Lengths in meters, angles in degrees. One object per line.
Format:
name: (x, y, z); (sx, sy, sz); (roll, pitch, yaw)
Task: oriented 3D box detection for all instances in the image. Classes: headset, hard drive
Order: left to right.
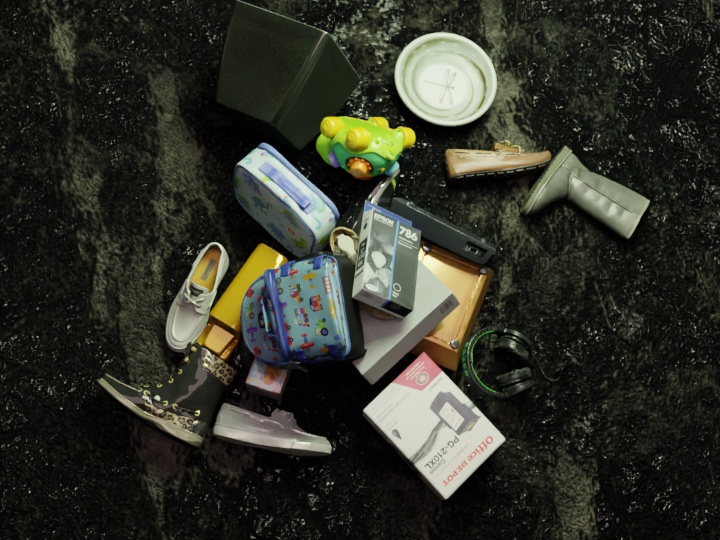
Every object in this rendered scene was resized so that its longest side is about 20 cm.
hard drive: (0.145, -0.070, 1.617); (0.199, 0.135, 0.043); (27, 98, 5)
headset: (0.274, 0.160, 1.570); (0.199, 0.094, 0.124); (8, 71, -21)

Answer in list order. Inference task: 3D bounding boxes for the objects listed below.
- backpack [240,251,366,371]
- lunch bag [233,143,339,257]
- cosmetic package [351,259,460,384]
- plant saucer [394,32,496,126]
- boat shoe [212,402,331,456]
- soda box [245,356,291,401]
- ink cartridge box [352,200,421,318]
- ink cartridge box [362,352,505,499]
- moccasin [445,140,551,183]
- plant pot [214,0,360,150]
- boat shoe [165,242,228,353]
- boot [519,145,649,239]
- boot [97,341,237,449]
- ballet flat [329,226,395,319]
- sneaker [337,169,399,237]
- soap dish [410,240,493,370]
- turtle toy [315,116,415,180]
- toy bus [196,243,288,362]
backpack: (-0.107, 0.070, 1.441); (0.199, 0.134, 0.184); (-9, 85, 18)
lunch bag: (-0.129, -0.118, 1.582); (0.200, 0.161, 0.082); (41, 70, 9)
cosmetic package: (0.044, 0.068, 1.519); (0.200, 0.052, 0.151); (-42, 54, -1)
plant saucer: (0.161, -0.361, 1.753); (0.199, 0.050, 0.202); (2, 71, -6)
boat shoe: (-0.143, 0.263, 1.510); (0.198, 0.072, 0.069); (9, 71, 6)
soda box: (-0.134, 0.116, 1.553); (0.063, 0.068, 0.201); (18, 71, 3)
ink cartridge box: (0.046, -0.028, 1.477); (0.099, 0.039, 0.201); (22, 52, -22)
ink cartridge box: (0.122, 0.262, 1.519); (0.145, 0.084, 0.200); (-42, 81, -10)
moccasin: (0.258, -0.211, 1.708); (0.200, 0.074, 0.078); (-5, 80, 2)
plant pot: (-0.145, -0.334, 1.624); (0.199, 0.200, 0.178); (24, 84, 21)
boat shoe: (-0.282, 0.043, 1.559); (0.071, 0.070, 0.201); (23, 73, 3)
boot: (0.421, -0.121, 1.701); (0.200, 0.073, 0.182); (40, 74, 0)
boot: (-0.317, 0.187, 1.507); (0.199, 0.073, 0.151); (30, 71, 4)
ballet flat: (0.000, 0.000, 1.508); (0.070, 0.065, 0.200); (-36, 53, -5)
sneaker: (0.024, -0.103, 1.657); (0.083, 0.072, 0.201); (44, 63, -28)
soap dish: (0.134, 0.054, 1.596); (0.156, 0.081, 0.201); (23, 71, 2)
turtle toy: (-0.005, -0.221, 1.629); (0.145, 0.200, 0.102); (-7, 115, -38)
toy bus: (-0.202, 0.057, 1.557); (0.065, 0.078, 0.201); (31, 66, 5)
